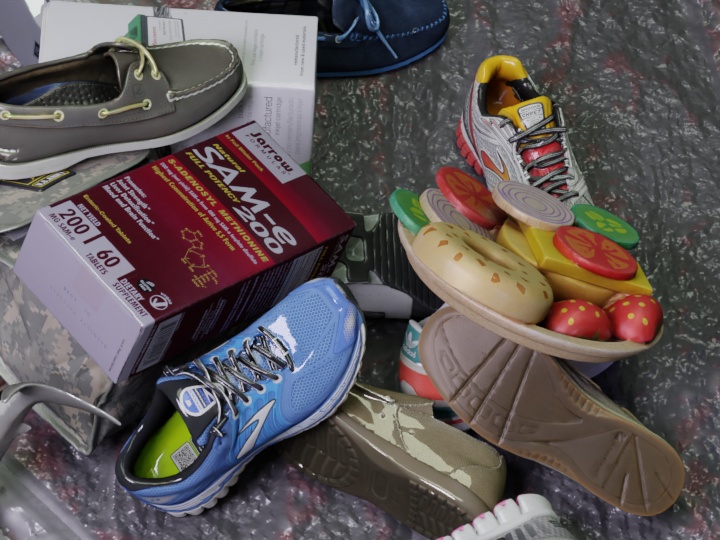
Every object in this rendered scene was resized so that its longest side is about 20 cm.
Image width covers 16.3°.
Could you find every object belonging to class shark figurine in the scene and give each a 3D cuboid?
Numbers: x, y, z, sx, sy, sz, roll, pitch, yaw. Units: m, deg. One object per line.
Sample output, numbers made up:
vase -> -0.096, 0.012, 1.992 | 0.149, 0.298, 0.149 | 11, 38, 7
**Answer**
shark figurine -> -0.240, 0.142, 1.591 | 0.089, 0.215, 0.128 | 40, 9, -15

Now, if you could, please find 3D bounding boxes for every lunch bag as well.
lunch bag -> -0.187, -0.004, 1.690 | 0.200, 0.118, 0.164 | 40, 43, 17

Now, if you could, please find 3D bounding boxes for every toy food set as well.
toy food set -> 0.113, -0.006, 1.678 | 0.199, 0.049, 0.198 | 16, 24, -18

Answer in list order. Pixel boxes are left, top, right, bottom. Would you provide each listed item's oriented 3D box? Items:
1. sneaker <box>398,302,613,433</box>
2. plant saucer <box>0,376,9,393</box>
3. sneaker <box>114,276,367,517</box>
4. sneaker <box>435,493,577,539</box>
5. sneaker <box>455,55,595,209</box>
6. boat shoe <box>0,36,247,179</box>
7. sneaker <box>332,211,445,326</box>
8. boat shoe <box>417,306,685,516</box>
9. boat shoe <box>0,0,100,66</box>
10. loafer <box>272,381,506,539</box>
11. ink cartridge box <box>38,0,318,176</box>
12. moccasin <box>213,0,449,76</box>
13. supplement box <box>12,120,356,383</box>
sneaker -> 0.110, 0.036, 1.725 | 0.199, 0.094, 0.070 | -24, 41, -25
plant saucer -> -0.309, 0.038, 1.735 | 0.200, 0.037, 0.201 | 2, 44, -2
sneaker -> -0.078, 0.082, 1.601 | 0.200, 0.089, 0.079 | -46, 69, 11
sneaker -> 0.072, 0.212, 1.561 | 0.200, 0.074, 0.087 | -28, 46, -35
sneaker -> 0.122, -0.080, 1.860 | 0.078, 0.082, 0.200 | -13, 47, -17
boat shoe -> -0.167, -0.120, 1.694 | 0.201, 0.060, 0.072 | -19, 49, -22
sneaker -> 0.000, 0.000, 1.778 | 0.199, 0.088, 0.074 | 12, 66, -26
boat shoe -> 0.124, 0.092, 1.664 | 0.200, 0.072, 0.065 | 32, 4, 0
boat shoe -> -0.227, -0.188, 1.951 | 0.066, 0.072, 0.200 | -19, 49, -30
loafer -> 0.012, 0.112, 1.665 | 0.200, 0.076, 0.067 | 34, 50, 14
ink cartridge box -> -0.133, -0.112, 1.826 | 0.199, 0.146, 0.084 | 2, 46, -1
moccasin -> -0.021, -0.194, 1.974 | 0.199, 0.068, 0.081 | -13, 47, -18
supplement box -> -0.110, -0.015, 1.612 | 0.109, 0.061, 0.200 | 45, 43, 18
